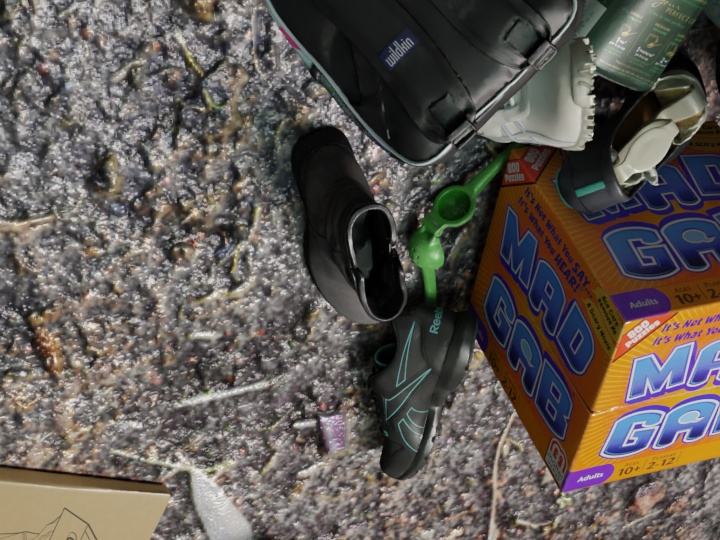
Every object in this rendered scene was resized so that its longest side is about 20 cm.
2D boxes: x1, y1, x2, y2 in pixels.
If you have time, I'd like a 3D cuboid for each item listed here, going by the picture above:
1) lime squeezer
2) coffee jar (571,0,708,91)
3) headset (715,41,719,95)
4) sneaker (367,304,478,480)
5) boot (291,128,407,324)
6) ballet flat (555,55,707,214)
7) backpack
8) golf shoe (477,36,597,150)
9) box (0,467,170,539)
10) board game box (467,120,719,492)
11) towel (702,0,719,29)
[{"bbox_3d":[0.081,-0.036,1.289,0.070,0.038,0.201,10,121,-31],"label":"lime squeezer"},{"bbox_3d":[0.228,-0.239,1.154,0.104,0.086,0.201,16,120,-38],"label":"coffee jar"},{"bbox_3d":[0.357,-0.201,1.225,0.201,0.123,0.094,-65,163,-5],"label":"headset"},{"bbox_3d":[0.042,0.104,1.378,0.079,0.076,0.201,16,127,-4],"label":"sneaker"},{"bbox_3d":[0.000,0.000,1.215,0.069,0.132,0.201,-25,134,-4],"label":"boot"},{"bbox_3d":[0.230,-0.110,1.213,0.200,0.073,0.074,-42,143,-34],"label":"ballet flat"},{"bbox_3d":[0.035,-0.192,1.048,0.200,0.151,0.178,45,104,-3],"label":"backpack"},{"bbox_3d":[0.112,-0.123,1.140,0.096,0.200,0.079,-2,88,-11],"label":"golf shoe"},{"bbox_3d":[-0.286,0.241,1.359,0.199,0.021,0.164,12,122,-31],"label":"box"},{"bbox_3d":[0.230,0.026,1.280,0.198,0.201,0.201,-9,137,-21],"label":"board game box"},{"bbox_3d":[0.345,-0.242,1.147,0.048,0.172,0.200,19,118,-39],"label":"towel"}]
